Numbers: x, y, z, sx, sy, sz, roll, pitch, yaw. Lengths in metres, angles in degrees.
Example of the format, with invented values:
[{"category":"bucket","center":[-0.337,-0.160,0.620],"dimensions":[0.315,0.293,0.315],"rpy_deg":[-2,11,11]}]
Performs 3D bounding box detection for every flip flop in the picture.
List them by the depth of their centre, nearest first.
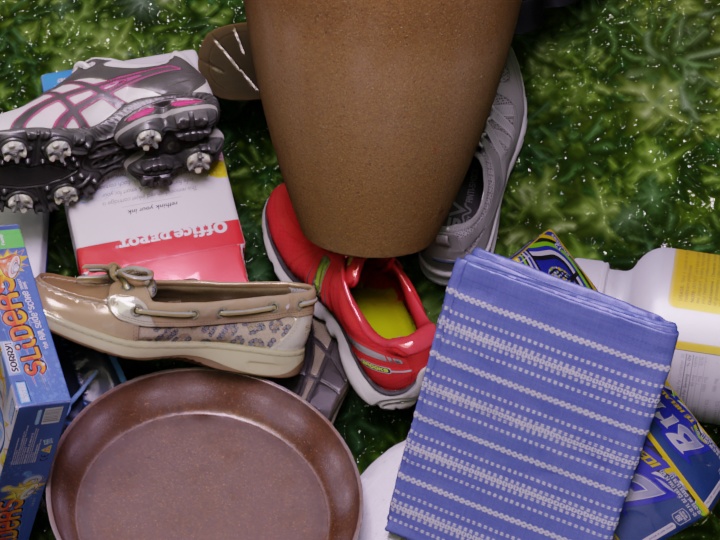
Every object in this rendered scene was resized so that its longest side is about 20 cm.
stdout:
[{"category":"flip flop","center":[-0.062,0.111,1.327],"dimensions":[0.081,0.058,0.200],"rpy_deg":[27,59,9]}]

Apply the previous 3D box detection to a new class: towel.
[{"category":"towel","center":[0.104,0.098,1.204],"dimensions":[0.144,0.024,0.200],"rpy_deg":[20,111,12]}]

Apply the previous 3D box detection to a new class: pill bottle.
[{"category":"pill bottle","center":[0.235,0.046,1.286],"dimensions":[0.199,0.112,0.112],"rpy_deg":[9,71,9]}]

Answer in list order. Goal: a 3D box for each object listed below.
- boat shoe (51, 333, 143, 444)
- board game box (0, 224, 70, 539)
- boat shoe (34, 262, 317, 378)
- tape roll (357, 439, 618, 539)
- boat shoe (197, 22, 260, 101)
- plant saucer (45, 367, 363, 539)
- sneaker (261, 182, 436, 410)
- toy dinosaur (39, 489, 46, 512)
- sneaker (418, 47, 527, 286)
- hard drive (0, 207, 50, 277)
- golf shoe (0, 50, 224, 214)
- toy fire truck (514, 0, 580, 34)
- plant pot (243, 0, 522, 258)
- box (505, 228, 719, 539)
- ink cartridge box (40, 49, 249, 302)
[{"category":"boat shoe","center":[-0.184,0.115,1.295],"dimensions":[0.069,0.084,0.200],"rpy_deg":[-19,80,-28]},{"category":"board game box","center":[-0.232,0.085,1.230],"dimensions":[0.034,0.200,0.136],"rpy_deg":[-6,54,-25]},{"category":"boat shoe","center":[-0.126,0.022,1.271],"dimensions":[0.200,0.073,0.063],"rpy_deg":[10,106,-26]},{"category":"tape roll","center":[0.076,0.204,1.270],"dimensions":[0.200,0.066,0.201],"rpy_deg":[-2,70,6]},{"category":"boat shoe","center":[-0.013,-0.151,1.370],"dimensions":[0.200,0.066,0.072],"rpy_deg":[0,101,15]},{"category":"plant saucer","center":[-0.099,0.148,1.228],"dimensions":[0.200,0.035,0.201],"rpy_deg":[5,48,-5]},{"category":"sneaker","center":[0.000,0.000,1.325],"dimensions":[0.077,0.085,0.200],"rpy_deg":[-21,55,-24]},{"category":"toy dinosaur","center":[-0.253,0.130,1.343],"dimensions":[0.088,0.047,0.200],"rpy_deg":[2,67,14]},{"category":"sneaker","center":[0.079,-0.093,1.367],"dimensions":[0.075,0.082,0.201],"rpy_deg":[2,70,6]},{"category":"hard drive","center":[-0.291,-0.009,1.389],"dimensions":[0.132,0.025,0.200],"rpy_deg":[-3,61,5]},{"category":"golf shoe","center":[-0.196,-0.096,1.323],"dimensions":[0.199,0.077,0.088],"rpy_deg":[-9,52,-13]},{"category":"toy fire truck","center":[0.061,-0.256,1.395],"dimensions":[0.200,0.129,0.176],"rpy_deg":[6,27,32]},{"category":"plant pot","center":[0.009,-0.117,1.256],"dimensions":[0.186,0.186,0.200],"rpy_deg":[8,115,9]},{"category":"box","center":[0.147,0.078,1.231],"dimensions":[0.070,0.064,0.200],"rpy_deg":[-38,90,33]},{"category":"ink cartridge box","center":[-0.151,-0.048,1.373],"dimensions":[0.116,0.067,0.200],"rpy_deg":[-11,69,-10]}]
